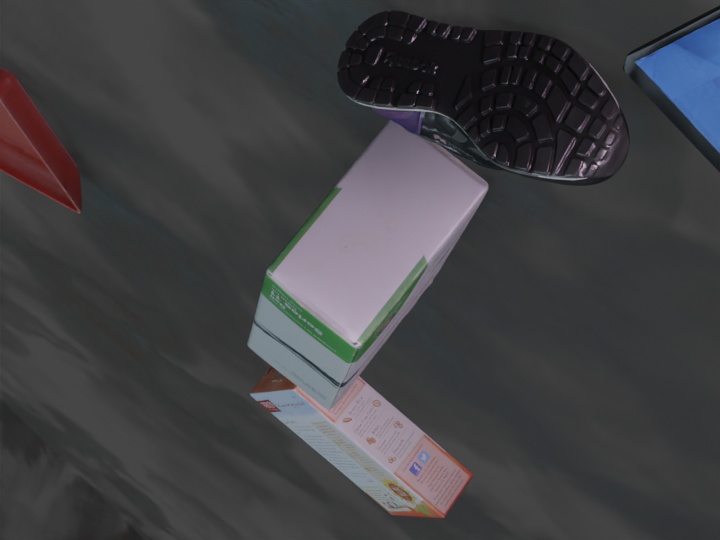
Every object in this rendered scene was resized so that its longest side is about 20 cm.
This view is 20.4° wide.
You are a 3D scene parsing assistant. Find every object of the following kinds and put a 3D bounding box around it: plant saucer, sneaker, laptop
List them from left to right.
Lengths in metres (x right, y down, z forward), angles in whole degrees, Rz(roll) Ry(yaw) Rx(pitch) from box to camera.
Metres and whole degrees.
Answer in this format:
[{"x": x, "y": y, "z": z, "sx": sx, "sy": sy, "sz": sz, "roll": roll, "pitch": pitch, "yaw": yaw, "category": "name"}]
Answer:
[{"x": -0.360, "y": -0.155, "z": 1.897, "sx": 0.199, "sy": 0.037, "sz": 0.200, "roll": 27, "pitch": 160, "yaw": 30, "category": "plant saucer"}, {"x": 0.084, "y": -0.090, "z": 1.129, "sx": 0.200, "sy": 0.076, "sz": 0.087, "roll": 28, "pitch": 176, "yaw": 42, "category": "sneaker"}, {"x": 0.223, "y": -0.036, "z": 0.880, "sx": 0.177, "sy": 0.103, "sz": 0.200, "roll": 43, "pitch": -165, "yaw": -19, "category": "laptop"}]

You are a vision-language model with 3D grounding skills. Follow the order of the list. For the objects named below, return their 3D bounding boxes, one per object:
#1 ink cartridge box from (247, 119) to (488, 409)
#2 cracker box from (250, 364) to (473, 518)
[{"x": 0.000, "y": 0.000, "z": 1.376, "sx": 0.083, "sy": 0.147, "sz": 0.200, "roll": 37, "pitch": 163, "yaw": 4, "category": "ink cartridge box"}, {"x": 0.000, "y": 0.160, "z": 1.960, "sx": 0.200, "sy": 0.058, "sz": 0.134, "roll": 41, "pitch": 162, "yaw": -14, "category": "cracker box"}]
